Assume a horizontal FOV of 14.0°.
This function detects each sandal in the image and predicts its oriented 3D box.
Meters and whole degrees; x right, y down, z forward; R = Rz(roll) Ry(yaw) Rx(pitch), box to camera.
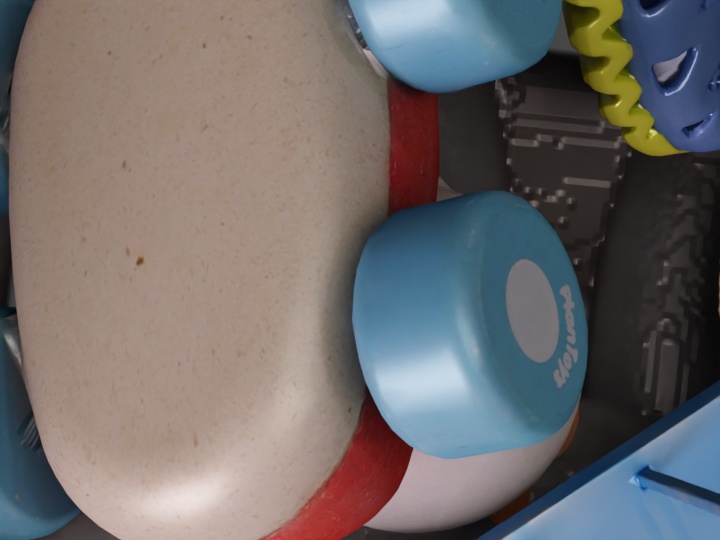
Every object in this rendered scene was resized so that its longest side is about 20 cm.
[{"bbox_3d":[0.083,-0.115,0.757,0.087,0.080,0.201,-13,129,5],"label":"sandal"}]

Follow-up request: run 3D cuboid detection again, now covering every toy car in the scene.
[{"bbox_3d":[0.000,0.000,0.796,0.200,0.183,0.178,23,59,-54],"label":"toy car"}]

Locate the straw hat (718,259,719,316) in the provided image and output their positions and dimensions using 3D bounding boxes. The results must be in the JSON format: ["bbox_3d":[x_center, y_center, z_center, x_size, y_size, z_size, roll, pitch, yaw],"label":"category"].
[{"bbox_3d":[0.198,0.008,0.861,0.200,0.085,0.203,0,88,-3],"label":"straw hat"}]

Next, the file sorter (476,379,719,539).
[{"bbox_3d":[0.079,0.134,0.737,0.199,0.123,0.139,-32,101,-12],"label":"file sorter"}]
